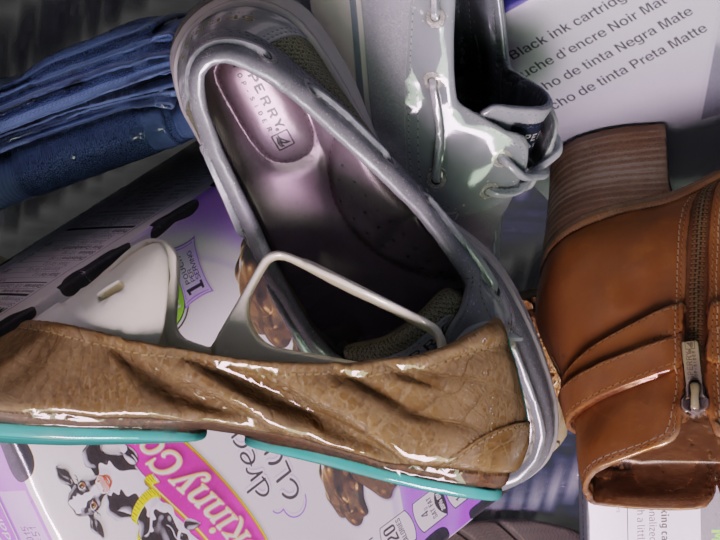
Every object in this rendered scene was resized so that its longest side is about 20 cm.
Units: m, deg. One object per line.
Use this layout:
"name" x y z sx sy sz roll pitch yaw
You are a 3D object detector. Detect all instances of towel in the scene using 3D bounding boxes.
"towel" -0.131 -0.049 1.092 0.199 0.112 0.049 -19 95 17

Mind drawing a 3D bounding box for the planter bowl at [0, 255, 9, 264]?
"planter bowl" -0.136 0.048 1.165 0.200 0.200 0.084 34 91 -32

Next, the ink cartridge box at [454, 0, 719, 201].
"ink cartridge box" 0.120 -0.105 1.080 0.199 0.041 0.200 -28 130 25

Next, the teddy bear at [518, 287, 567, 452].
"teddy bear" 0.120 0.031 1.175 0.199 0.145 0.067 -12 92 4

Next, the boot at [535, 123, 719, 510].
"boot" 0.161 0.007 1.055 0.199 0.155 0.074 -15 136 15

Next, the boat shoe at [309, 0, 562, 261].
"boat shoe" 0.031 -0.053 1.048 0.071 0.070 0.202 -2 110 25

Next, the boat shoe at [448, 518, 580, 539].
"boat shoe" 0.020 0.160 1.340 0.199 0.075 0.073 -11 165 -3

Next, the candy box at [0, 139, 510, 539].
"candy box" -0.053 0.053 1.086 0.071 0.200 0.168 -2 117 51

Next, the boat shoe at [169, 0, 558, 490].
"boat shoe" 0.001 -0.001 1.005 0.074 0.065 0.202 -27 109 11

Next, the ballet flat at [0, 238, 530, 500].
"ballet flat" -0.043 0.028 0.966 0.199 0.073 0.068 6 178 2

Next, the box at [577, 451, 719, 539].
"box" 0.193 0.126 1.269 0.199 0.041 0.157 -2 103 -1
